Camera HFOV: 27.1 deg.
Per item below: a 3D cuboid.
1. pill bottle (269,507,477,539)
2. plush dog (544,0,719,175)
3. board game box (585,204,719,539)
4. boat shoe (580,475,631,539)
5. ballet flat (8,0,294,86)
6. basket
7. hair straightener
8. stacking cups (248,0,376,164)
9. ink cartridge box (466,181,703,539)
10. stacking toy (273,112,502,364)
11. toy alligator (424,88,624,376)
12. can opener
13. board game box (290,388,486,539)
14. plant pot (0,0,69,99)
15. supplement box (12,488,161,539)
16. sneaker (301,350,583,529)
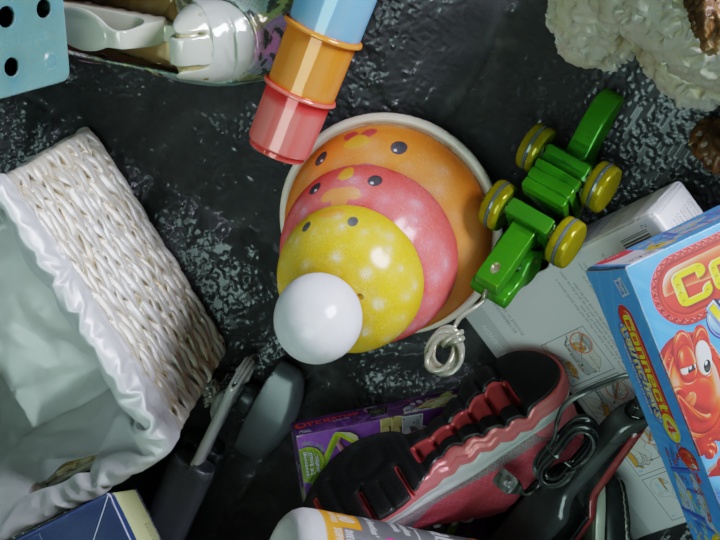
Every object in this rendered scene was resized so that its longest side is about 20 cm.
[{"bbox_3d":[0.041,0.212,0.877,0.198,0.117,0.117,13,115,-16],"label":"pill bottle"},{"bbox_3d":[0.223,-0.133,0.808,0.171,0.161,0.200,30,120,-27],"label":"plush dog"},{"bbox_3d":[0.255,0.049,0.834,0.199,0.056,0.197,-24,95,-12],"label":"board game box"},{"bbox_3d":[0.180,0.224,0.979,0.065,0.075,0.201,-3,101,3],"label":"boat shoe"},{"bbox_3d":[-0.125,-0.147,0.921,0.198,0.071,0.070,8,111,12],"label":"ballet flat"},{"bbox_3d":[-0.220,0.045,0.969,0.197,0.161,0.201,-28,100,22],"label":"basket"},{"bbox_3d":[0.122,0.131,0.905,0.076,0.041,0.201,3,137,-34],"label":"hair straightener"},{"bbox_3d":[-0.015,-0.159,0.876,0.060,0.061,0.201,24,105,5],"label":"stacking cups"},{"bbox_3d":[0.185,0.063,0.933,0.201,0.045,0.176,53,139,-7],"label":"ink cartridge box"},{"bbox_3d":[0.000,0.000,0.871,0.145,0.200,0.147,5,111,12],"label":"stacking toy"},{"bbox_3d":[0.100,-0.018,0.891,0.059,0.054,0.201,31,83,21],"label":"toy alligator"},{"bbox_3d":[-0.106,0.142,1.034,0.066,0.053,0.201,31,115,1],"label":"can opener"},{"bbox_3d":[0.025,0.186,1.004,0.119,0.032,0.202,-11,109,-13],"label":"board game box"},{"bbox_3d":[-0.274,-0.159,0.883,0.199,0.141,0.143,13,115,33],"label":"plant pot"},{"bbox_3d":[-0.162,0.253,0.919,0.133,0.200,0.201,-26,85,-7],"label":"supplement box"},{"bbox_3d":[0.057,0.137,0.946,0.199,0.074,0.087,-31,123,3],"label":"sneaker"}]
